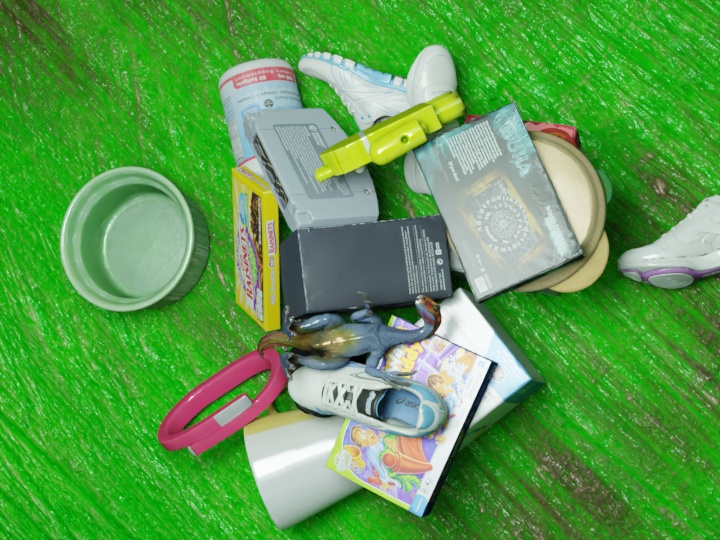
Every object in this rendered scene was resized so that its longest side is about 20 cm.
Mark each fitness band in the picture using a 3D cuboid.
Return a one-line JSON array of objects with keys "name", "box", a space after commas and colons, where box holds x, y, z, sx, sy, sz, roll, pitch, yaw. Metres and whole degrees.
[{"name": "fitness band", "box": [-0.183, 0.176, 1.570, 0.200, 0.144, 0.037, -32, 109, 9]}]

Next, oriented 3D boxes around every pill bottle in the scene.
[{"name": "pill bottle", "box": [-0.123, -0.179, 1.610, 0.108, 0.109, 0.201, -17, 80, 12]}]

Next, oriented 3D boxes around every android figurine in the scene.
[{"name": "android figurine", "box": [0.033, -0.161, 1.436, 0.200, 0.182, 0.041, -27, 100, 0]}]

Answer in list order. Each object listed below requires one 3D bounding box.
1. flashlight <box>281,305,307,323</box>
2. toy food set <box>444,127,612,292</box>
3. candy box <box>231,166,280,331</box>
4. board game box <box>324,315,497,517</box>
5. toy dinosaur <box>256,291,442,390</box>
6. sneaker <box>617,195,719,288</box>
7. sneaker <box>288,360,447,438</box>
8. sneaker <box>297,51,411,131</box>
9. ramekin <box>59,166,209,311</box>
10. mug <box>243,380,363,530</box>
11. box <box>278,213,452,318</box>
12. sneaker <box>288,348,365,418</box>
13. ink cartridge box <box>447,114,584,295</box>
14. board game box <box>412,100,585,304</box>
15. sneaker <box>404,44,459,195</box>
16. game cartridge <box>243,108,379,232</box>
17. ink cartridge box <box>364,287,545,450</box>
[{"name": "flashlight", "box": [-0.051, -0.021, 1.597, 0.068, 0.068, 0.201, 6, 80, 53]}, {"name": "toy food set", "box": [0.198, -0.073, 1.396, 0.199, 0.049, 0.199, 0, 83, 14]}, {"name": "candy box", "box": [-0.139, -0.029, 1.563, 0.026, 0.102, 0.201, -12, 117, -25]}, {"name": "board game box", "box": [0.060, 0.172, 1.401, 0.134, 0.045, 0.201, 24, 91, 18]}, {"name": "toy dinosaur", "box": [-0.004, 0.065, 1.366, 0.181, 0.200, 0.105, -8, 104, -26]}, {"name": "sneaker", "box": [0.421, -0.037, 1.476, 0.199, 0.075, 0.100, -11, 67, 9]}, {"name": "sneaker", "box": [0.002, 0.145, 1.360, 0.199, 0.072, 0.072, 10, 87, 24]}, {"name": "sneaker", "box": [-0.002, -0.238, 1.607, 0.199, 0.075, 0.087, 22, 95, 16]}, {"name": "ramekin", "box": [-0.309, -0.038, 1.645, 0.199, 0.098, 0.201, -2, 83, 14]}, {"name": "mug", "box": [-0.062, 0.225, 1.532, 0.153, 0.149, 0.187, -20, 85, 3]}, {"name": "box", "box": [0.000, 0.000, 1.472, 0.181, 0.200, 0.105, -5, 86, -11]}, {"name": "sneaker", "box": [-0.062, 0.135, 1.519, 0.087, 0.200, 0.076, 3, 106, 18]}, {"name": "ink cartridge box", "box": [0.196, -0.078, 1.497, 0.144, 0.145, 0.201, 9, 85, 14]}, {"name": "board game box", "box": [0.159, -0.079, 1.365, 0.135, 0.028, 0.201, -24, 78, 10]}, {"name": "sneaker", "box": [0.110, -0.193, 1.536, 0.100, 0.075, 0.201, 27, 122, 56]}, {"name": "game cartridge", "box": [-0.058, -0.129, 1.502, 0.133, 0.041, 0.200, -7, 52, -27]}, {"name": "ink cartridge box", "box": [0.106, 0.145, 1.492, 0.200, 0.146, 0.147, -40, 75, 8]}]
